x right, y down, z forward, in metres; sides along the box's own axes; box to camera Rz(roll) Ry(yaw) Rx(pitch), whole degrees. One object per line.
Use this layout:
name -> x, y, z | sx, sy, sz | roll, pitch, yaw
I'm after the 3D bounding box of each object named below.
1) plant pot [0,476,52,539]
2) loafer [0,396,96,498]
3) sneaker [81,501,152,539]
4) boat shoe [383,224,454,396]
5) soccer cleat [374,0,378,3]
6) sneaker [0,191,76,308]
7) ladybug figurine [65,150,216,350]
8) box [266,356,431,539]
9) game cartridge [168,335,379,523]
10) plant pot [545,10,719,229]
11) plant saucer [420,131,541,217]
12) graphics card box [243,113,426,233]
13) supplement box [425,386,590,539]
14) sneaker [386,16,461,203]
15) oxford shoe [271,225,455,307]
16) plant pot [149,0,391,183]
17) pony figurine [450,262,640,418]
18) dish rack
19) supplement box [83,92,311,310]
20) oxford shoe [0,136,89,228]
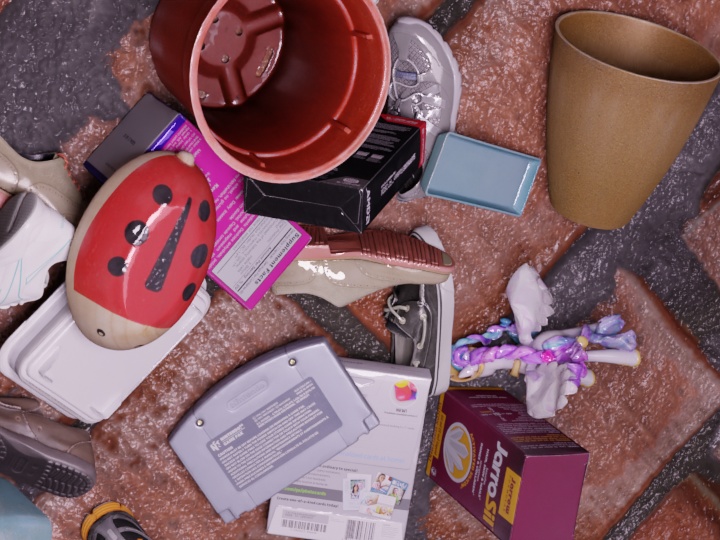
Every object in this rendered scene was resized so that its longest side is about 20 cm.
plant pot -> -0.409, 0.287, 1.590 | 0.198, 0.195, 0.198 | -6, 109, -36
loafer -> -0.353, 0.160, 1.648 | 0.199, 0.071, 0.073 | 30, 129, -23
sneaker -> -0.223, 0.335, 1.758 | 0.078, 0.077, 0.200 | -43, 122, -10
boat shoe -> 0.061, 0.051, 1.811 | 0.063, 0.071, 0.202 | -13, 114, -24
soccer cleat -> -0.006, -0.279, 1.671 | 0.084, 0.069, 0.202 | 4, 100, -24
sneaker -> -0.342, 0.012, 1.558 | 0.200, 0.071, 0.080 | -37, 131, 25
ladybug figurine -> -0.196, -0.016, 1.537 | 0.135, 0.072, 0.202 | 17, 97, -32
box -> -0.014, 0.198, 1.807 | 0.154, 0.041, 0.202 | 7, 105, -4
game cartridge -> -0.096, 0.162, 1.752 | 0.199, 0.042, 0.134 | -32, 100, 3
plant pot -> 0.277, -0.153, 1.805 | 0.185, 0.187, 0.202 | -2, 120, -26
plant saucer -> 0.129, -0.103, 1.782 | 0.199, 0.019, 0.071 | 8, 104, -55
graphics card box -> -0.022, -0.103, 1.625 | 0.124, 0.200, 0.051 | 10, 116, 16
supplement box -> 0.160, 0.215, 1.840 | 0.085, 0.200, 0.112 | 2, 106, -27
sneaker -> 0.059, -0.163, 1.724 | 0.082, 0.074, 0.202 | -33, 122, -41
oxford shoe -> 0.000, 0.000, 1.749 | 0.198, 0.071, 0.075 | 6, 113, -1
plant pot -> -0.101, -0.204, 1.571 | 0.199, 0.195, 0.203 | -8, 110, -24
pony figurine -> 0.207, 0.091, 1.845 | 0.198, 0.193, 0.168 | -1, 74, -26
dish rack -> -0.243, 0.062, 1.636 | 0.200, 0.044, 0.172 | -47, 143, -2
supplement box -> -0.160, -0.067, 1.642 | 0.103, 0.101, 0.200 | -48, 121, -5
oxford shoe -> -0.289, -0.071, 1.595 | 0.199, 0.070, 0.075 | 27, 87, -33
